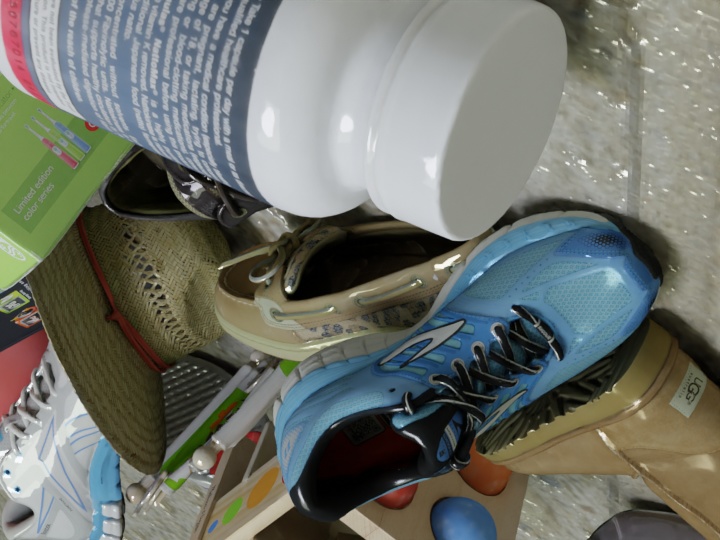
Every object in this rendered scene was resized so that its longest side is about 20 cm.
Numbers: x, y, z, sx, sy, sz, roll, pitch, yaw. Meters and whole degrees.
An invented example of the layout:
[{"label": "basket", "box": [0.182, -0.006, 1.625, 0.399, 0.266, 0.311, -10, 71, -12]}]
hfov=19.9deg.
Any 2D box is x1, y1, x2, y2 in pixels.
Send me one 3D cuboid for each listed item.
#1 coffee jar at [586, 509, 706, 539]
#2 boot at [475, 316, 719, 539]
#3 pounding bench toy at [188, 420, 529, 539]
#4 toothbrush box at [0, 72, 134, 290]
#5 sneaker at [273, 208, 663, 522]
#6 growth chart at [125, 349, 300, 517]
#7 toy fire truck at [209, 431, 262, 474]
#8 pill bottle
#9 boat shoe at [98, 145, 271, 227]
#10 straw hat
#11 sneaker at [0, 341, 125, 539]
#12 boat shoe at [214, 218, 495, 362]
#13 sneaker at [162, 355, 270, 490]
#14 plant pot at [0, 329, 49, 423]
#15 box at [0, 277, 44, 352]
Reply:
[{"label": "coffee jar", "box": [0.200, 0.221, 1.136, 0.104, 0.085, 0.200, 7, 145, 45]}, {"label": "boot", "box": [0.167, 0.114, 0.986, 0.200, 0.066, 0.175, 38, 159, -11]}, {"label": "pounding bench toy", "box": [0.010, 0.113, 1.157, 0.124, 0.200, 0.156, 38, 128, -15]}, {"label": "toothbrush box", "box": [-0.187, -0.112, 0.916, 0.200, 0.146, 0.086, 38, 160, -12]}, {"label": "sneaker", "box": [0.048, 0.052, 0.890, 0.200, 0.090, 0.078, -35, 112, 20]}, {"label": "growth chart", "box": [-0.076, 0.083, 1.181, 0.018, 0.145, 0.200, 44, 161, -5]}, {"label": "toy fire truck", "box": [-0.059, 0.176, 1.259, 0.200, 0.141, 0.049, 28, 163, -24]}, {"label": "pill bottle", "box": [-0.031, -0.088, 0.767, 0.200, 0.120, 0.120, 25, 157, 25]}, {"label": "boat shoe", "box": [-0.061, -0.052, 0.967, 0.073, 0.065, 0.200, 44, 157, -18]}, {"label": "straw hat", "box": [-0.114, 0.003, 1.121, 0.201, 0.085, 0.201, -23, -90, -83]}, {"label": "sneaker", "box": [-0.185, 0.095, 1.219, 0.075, 0.086, 0.200, -115, 24, -49]}, {"label": "boat shoe", "box": [0.000, 0.000, 0.994, 0.200, 0.073, 0.063, -1, 134, 40]}, {"label": "sneaker", "box": [-0.110, 0.108, 1.396, 0.200, 0.073, 0.114, 31, 165, 40]}, {"label": "plant pot", "box": [-0.264, 0.013, 1.264, 0.200, 0.201, 0.177, 12, 158, 46]}, {"label": "box", "box": [-0.260, 0.007, 1.050, 0.049, 0.161, 0.200, 67, -173, 26]}]
